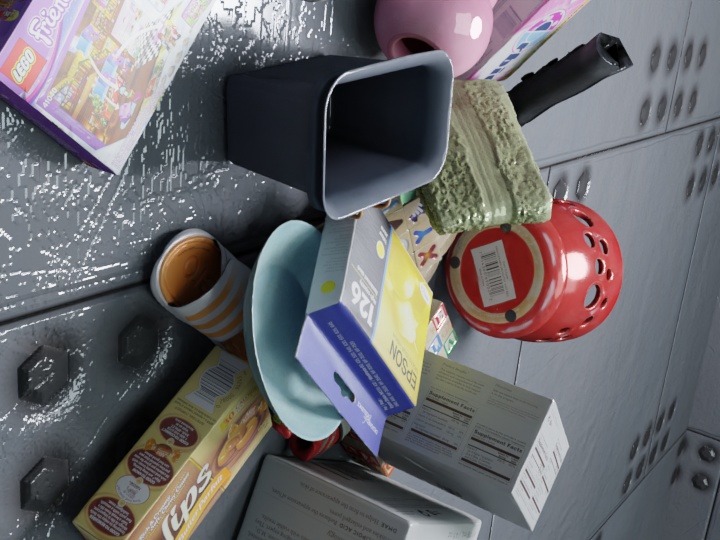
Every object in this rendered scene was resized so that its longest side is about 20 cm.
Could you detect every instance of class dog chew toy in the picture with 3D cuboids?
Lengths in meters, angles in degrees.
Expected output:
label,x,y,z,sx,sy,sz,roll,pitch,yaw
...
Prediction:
label,x,y,z,sx,sy,sz,roll,pitch,yaw
dog chew toy,0.093,-0.297,0.977,0.201,0.124,0.125,-66,148,-25

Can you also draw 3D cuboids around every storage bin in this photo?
label,x,y,z,sx,sy,sz,roll,pitch,yaw
storage bin,-0.023,-0.131,0.860,0.200,0.134,0.147,-26,126,-48

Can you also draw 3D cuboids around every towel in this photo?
label,x,y,z,sx,sy,sz,roll,pitch,yaw
towel,0.115,-0.130,1.003,0.147,0.201,0.037,-8,151,-15

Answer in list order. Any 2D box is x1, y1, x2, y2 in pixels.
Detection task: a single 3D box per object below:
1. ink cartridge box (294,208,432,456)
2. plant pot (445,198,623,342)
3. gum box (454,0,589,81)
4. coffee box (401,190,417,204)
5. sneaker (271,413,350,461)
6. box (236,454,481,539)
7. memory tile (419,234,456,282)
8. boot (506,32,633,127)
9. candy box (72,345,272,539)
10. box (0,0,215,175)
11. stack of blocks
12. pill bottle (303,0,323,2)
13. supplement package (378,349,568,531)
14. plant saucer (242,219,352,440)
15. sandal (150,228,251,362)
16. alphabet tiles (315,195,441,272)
label,x,y,z,sx,sy,sz,roll,pitch,yaw
ink cartridge box,0.012,0.050,0.926,0.198,0.047,0.201,57,33,-46
plant pot,0.229,-0.001,1.254,0.182,0.200,0.202,1,105,-54
gum box,0.182,-0.293,1.067,0.200,0.066,0.113,-42,167,37
coffee box,0.042,-0.076,1.070,0.200,0.044,0.124,-47,142,-34
sneaker,-0.060,0.136,0.990,0.085,0.077,0.201,-38,138,-25
box,-0.002,0.305,1.045,0.199,0.199,0.132,24,85,-58
memory tile,0.101,-0.058,1.115,0.201,0.017,0.153,-61,166,13
boot,0.212,-0.211,1.122,0.165,0.199,0.066,-37,103,-52
candy box,-0.163,0.181,0.851,0.200,0.055,0.116,-52,157,-28
box,-0.181,-0.190,0.676,0.201,0.039,0.137,-64,148,-13
stack of blocks,0.046,0.141,1.170,0.201,0.058,0.115,-56,145,-24
pill bottle,0.008,-0.316,0.838,0.200,0.110,0.112,-34,132,-45
supplement package,0.114,0.182,1.042,0.111,0.199,0.156,-60,151,-18
plant saucer,-0.062,0.056,0.862,0.201,0.038,0.203,29,58,-60
sandal,-0.115,0.034,0.868,0.080,0.059,0.207,-61,147,-17
alphabet tiles,0.000,0.000,1.005,0.199,0.006,0.167,-31,134,-16
